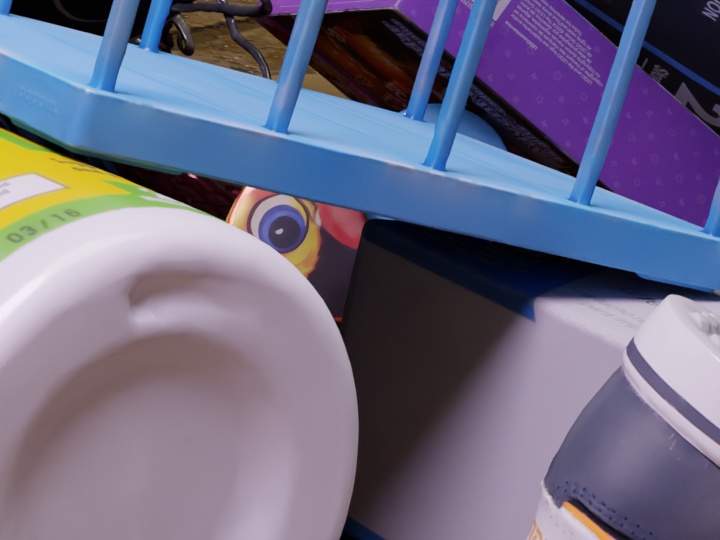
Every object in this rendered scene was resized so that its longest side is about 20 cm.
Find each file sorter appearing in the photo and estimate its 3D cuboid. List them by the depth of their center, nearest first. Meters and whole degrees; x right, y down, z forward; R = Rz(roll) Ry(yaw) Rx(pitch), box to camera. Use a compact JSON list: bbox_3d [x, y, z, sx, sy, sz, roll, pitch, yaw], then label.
[{"bbox_3d":[-0.005,-0.083,0.688,0.200,0.123,0.139,12,9,-39],"label":"file sorter"}]

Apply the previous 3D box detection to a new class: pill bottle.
[{"bbox_3d":[-0.102,0.018,0.622,0.111,0.111,0.200,0,15,-41],"label":"pill bottle"}]

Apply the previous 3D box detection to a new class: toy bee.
[{"bbox_3d":[0.000,0.000,0.892,0.200,0.109,0.131,30,-12,25],"label":"toy bee"}]

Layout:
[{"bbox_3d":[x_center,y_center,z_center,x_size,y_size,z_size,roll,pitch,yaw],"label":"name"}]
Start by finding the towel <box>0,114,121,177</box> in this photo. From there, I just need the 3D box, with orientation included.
[{"bbox_3d":[-0.118,-0.057,0.784,0.049,0.200,0.112,-33,-8,-13],"label":"towel"}]

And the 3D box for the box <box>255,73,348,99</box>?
[{"bbox_3d":[-0.051,-0.067,1.222,0.163,0.021,0.200,0,9,22],"label":"box"}]

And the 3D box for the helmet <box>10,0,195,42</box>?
[{"bbox_3d":[-0.106,-0.184,0.935,0.200,0.200,0.191,12,-31,8],"label":"helmet"}]

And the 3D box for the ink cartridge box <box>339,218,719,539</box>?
[{"bbox_3d":[0.111,0.047,0.743,0.200,0.084,0.145,2,15,-36],"label":"ink cartridge box"}]

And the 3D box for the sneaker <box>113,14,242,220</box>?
[{"bbox_3d":[-0.089,-0.078,1.090,0.200,0.075,0.081,32,-17,34],"label":"sneaker"}]

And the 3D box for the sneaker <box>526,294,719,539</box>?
[{"bbox_3d":[0.117,0.086,0.610,0.200,0.079,0.078,33,11,-18],"label":"sneaker"}]

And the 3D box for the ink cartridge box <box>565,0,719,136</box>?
[{"bbox_3d":[0.105,-0.092,0.862,0.200,0.043,0.198,33,-19,5],"label":"ink cartridge box"}]

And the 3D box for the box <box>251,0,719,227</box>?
[{"bbox_3d":[0.069,-0.035,0.927,0.200,0.039,0.137,39,-9,-18],"label":"box"}]
